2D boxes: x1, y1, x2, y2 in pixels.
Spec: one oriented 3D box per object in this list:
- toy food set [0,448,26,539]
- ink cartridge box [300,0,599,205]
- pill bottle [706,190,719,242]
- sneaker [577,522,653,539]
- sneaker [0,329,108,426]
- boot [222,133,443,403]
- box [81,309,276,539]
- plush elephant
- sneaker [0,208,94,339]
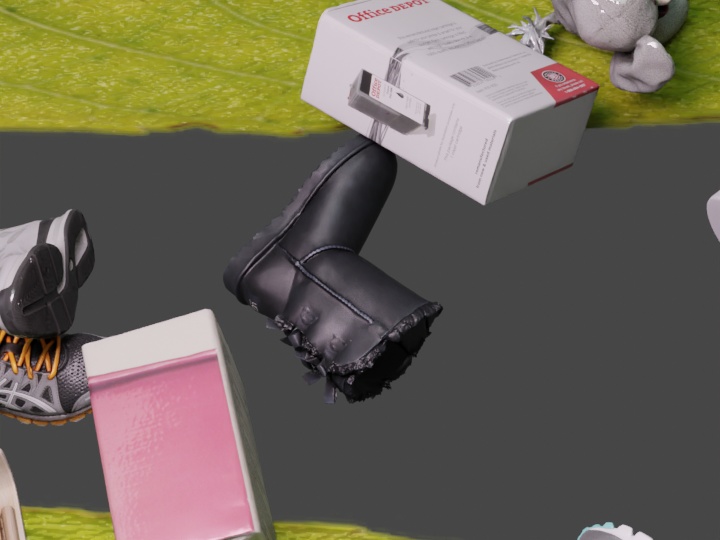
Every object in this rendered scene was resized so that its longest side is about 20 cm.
[{"bbox_3d":[-0.329,0.242,1.693,0.143,0.061,0.201,-16,58,0],"label":"toy food set"},{"bbox_3d":[0.073,-0.149,1.817,0.199,0.083,0.146,32,32,26],"label":"ink cartridge box"},{"bbox_3d":[0.378,-0.077,1.741,0.199,0.111,0.111,-34,59,-12],"label":"pill bottle"},{"bbox_3d":[0.221,0.264,1.581,0.091,0.078,0.200,-44,60,-13],"label":"sneaker"},{"bbox_3d":[-0.286,0.076,1.780,0.199,0.077,0.079,-3,56,6],"label":"sneaker"},{"bbox_3d":[0.000,-0.001,1.781,0.198,0.073,0.162,-45,60,-10],"label":"boot"},{"bbox_3d":[-0.134,0.154,1.674,0.108,0.128,0.201,-16,56,1],"label":"box"},{"bbox_3d":[0.218,-0.239,1.833,0.200,0.165,0.155,-46,20,-2],"label":"plush elephant"},{"bbox_3d":[-0.293,0.014,1.788,0.115,0.076,0.201,-11,17,11],"label":"sneaker"}]
